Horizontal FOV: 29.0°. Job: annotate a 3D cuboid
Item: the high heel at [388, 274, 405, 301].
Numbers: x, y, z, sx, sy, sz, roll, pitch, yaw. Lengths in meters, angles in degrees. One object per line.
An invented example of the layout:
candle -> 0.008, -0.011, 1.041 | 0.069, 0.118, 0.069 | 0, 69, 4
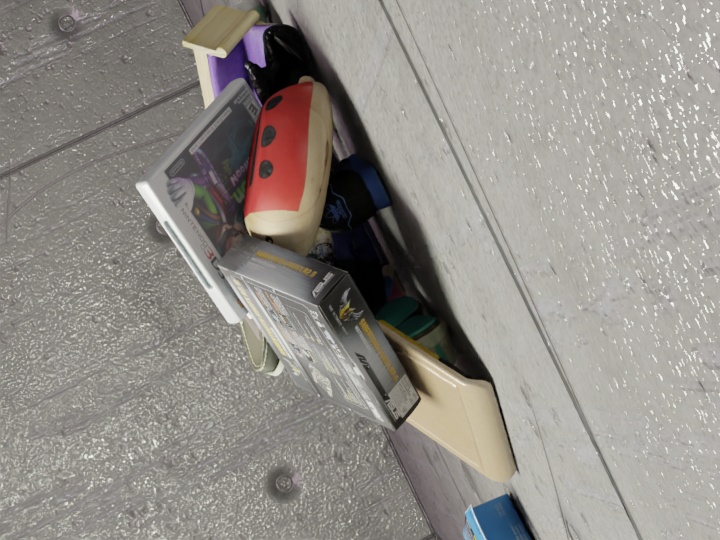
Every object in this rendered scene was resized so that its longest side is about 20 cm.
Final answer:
high heel -> 0.037, 0.101, 1.710 | 0.067, 0.096, 0.201 | 95, 149, -81

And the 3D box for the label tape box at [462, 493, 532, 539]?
label tape box -> 0.179, 0.342, 1.625 | 0.144, 0.066, 0.200 | 63, 172, 19

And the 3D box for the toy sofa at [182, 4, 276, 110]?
toy sofa -> -0.146, -0.221, 1.727 | 0.097, 0.083, 0.201 | 19, 141, 22

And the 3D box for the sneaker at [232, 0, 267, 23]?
sneaker -> -0.120, -0.260, 1.791 | 0.118, 0.074, 0.201 | 47, 161, 18

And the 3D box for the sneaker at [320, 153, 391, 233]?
sneaker -> -0.023, -0.081, 1.527 | 0.070, 0.078, 0.200 | 65, 175, -6

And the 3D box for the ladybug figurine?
ladybug figurine -> -0.076, -0.106, 1.437 | 0.136, 0.072, 0.201 | 145, 133, -69

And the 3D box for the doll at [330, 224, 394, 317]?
doll -> 0.000, 0.000, 1.652 | 0.136, 0.048, 0.201 | 0, -107, -61

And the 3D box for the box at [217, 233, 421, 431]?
box -> -0.040, 0.063, 1.412 | 0.158, 0.048, 0.200 | 20, 150, 44

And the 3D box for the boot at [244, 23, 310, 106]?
boot -> -0.095, -0.162, 1.586 | 0.168, 0.076, 0.201 | 81, -166, -80

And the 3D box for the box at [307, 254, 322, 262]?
box -> -0.068, 0.048, 1.621 | 0.200, 0.048, 0.159 | 29, 146, 47

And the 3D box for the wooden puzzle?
wooden puzzle -> 0.070, 0.124, 1.454 | 0.199, 0.037, 0.185 | 27, 153, 33

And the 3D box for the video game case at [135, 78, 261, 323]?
video game case -> -0.130, -0.076, 1.469 | 0.182, 0.023, 0.200 | 58, -137, -24

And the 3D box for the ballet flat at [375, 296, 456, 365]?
ballet flat -> 0.060, 0.077, 1.540 | 0.063, 0.067, 0.200 | 57, 177, -12

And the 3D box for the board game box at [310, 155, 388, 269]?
board game box -> -0.065, -0.058, 1.779 | 0.201, 0.135, 0.035 | 63, 175, 13

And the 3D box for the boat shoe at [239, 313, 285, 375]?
boat shoe -> -0.122, 0.017, 1.527 | 0.072, 0.060, 0.203 | -27, 67, 51
